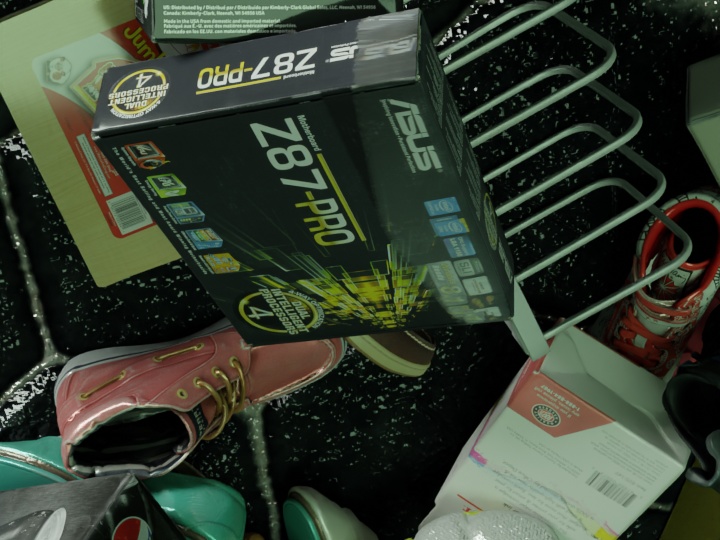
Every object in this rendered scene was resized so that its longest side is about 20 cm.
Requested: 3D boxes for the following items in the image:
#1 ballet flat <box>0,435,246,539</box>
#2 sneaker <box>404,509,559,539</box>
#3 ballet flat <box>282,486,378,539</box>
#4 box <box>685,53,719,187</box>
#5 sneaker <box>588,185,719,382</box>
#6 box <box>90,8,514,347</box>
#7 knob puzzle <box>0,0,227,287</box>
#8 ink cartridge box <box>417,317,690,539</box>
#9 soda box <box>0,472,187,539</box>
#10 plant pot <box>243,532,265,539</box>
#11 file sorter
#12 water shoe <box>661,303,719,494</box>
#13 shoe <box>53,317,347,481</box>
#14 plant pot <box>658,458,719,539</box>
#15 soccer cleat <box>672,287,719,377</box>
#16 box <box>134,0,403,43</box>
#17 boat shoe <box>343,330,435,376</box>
[{"bbox_3d":[-0.165,0.146,0.840,0.200,0.070,0.067,16,131,16],"label":"ballet flat"},{"bbox_3d":[0.049,0.233,0.880,0.200,0.076,0.105,-17,139,7],"label":"sneaker"},{"bbox_3d":[-0.013,0.227,0.939,0.069,0.069,0.200,-13,123,-8],"label":"ballet flat"},{"bbox_3d":[0.283,-0.051,0.805,0.082,0.068,0.200,-17,125,28],"label":"box"},{"bbox_3d":[0.194,0.032,0.853,0.067,0.108,0.202,33,104,18],"label":"sneaker"},{"bbox_3d":[-0.019,-0.036,0.641,0.161,0.049,0.200,-8,144,15],"label":"box"},{"bbox_3d":[-0.102,-0.104,0.758,0.219,0.030,0.220,-6,117,-11],"label":"knob puzzle"},{"bbox_3d":[0.133,0.141,0.879,0.116,0.068,0.200,33,132,3],"label":"ink cartridge box"},{"bbox_3d":[-0.212,0.182,0.795,0.200,0.071,0.063,-14,118,34],"label":"soda box"},{"bbox_3d":[-0.138,0.284,0.870,0.140,0.200,0.200,-2,118,7],"label":"plant pot"},{"bbox_3d":[0.096,-0.080,0.761,0.124,0.139,0.200,-30,120,0],"label":"file sorter"},{"bbox_3d":[0.234,0.069,0.798,0.079,0.200,0.072,18,119,-7],"label":"water shoe"},{"bbox_3d":[-0.099,0.082,0.819,0.200,0.091,0.072,-12,119,-8],"label":"shoe"},{"bbox_3d":[0.359,0.265,0.968,0.194,0.200,0.196,10,113,-19],"label":"plant pot"},{"bbox_3d":[0.241,0.091,0.936,0.200,0.067,0.076,-53,148,8],"label":"soccer cleat"},{"bbox_3d":[-0.052,-0.220,0.627,0.124,0.149,0.200,-2,106,-13],"label":"box"},{"bbox_3d":[0.000,0.000,0.804,0.072,0.072,0.200,-44,129,5],"label":"boat shoe"}]
